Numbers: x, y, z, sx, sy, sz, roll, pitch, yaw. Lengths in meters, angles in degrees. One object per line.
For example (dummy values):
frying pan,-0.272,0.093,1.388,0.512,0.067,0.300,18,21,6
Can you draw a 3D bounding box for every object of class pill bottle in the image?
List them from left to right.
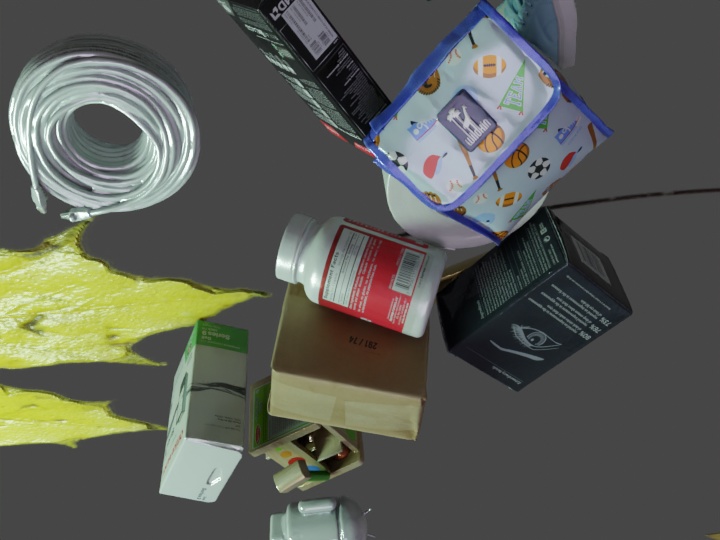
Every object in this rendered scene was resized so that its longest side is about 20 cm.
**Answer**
pill bottle,0.000,0.000,0.923,0.197,0.113,0.113,19,133,6

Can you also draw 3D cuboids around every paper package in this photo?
paper package,-0.011,0.103,0.976,0.196,0.193,0.104,9,137,-1

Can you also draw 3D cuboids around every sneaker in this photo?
sneaker,0.165,-0.250,0.727,0.080,0.075,0.200,-14,156,13

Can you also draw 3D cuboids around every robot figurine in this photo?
robot figurine,-0.072,0.494,1.416,0.196,0.114,0.172,-8,128,0

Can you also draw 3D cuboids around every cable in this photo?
cable,-0.271,-0.152,0.803,0.196,0.070,0.202,-4,133,-4

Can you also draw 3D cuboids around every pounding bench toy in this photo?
pounding bench toy,-0.076,0.271,1.141,0.123,0.202,0.156,-26,131,18

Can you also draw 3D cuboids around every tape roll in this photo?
tape roll,0.123,-0.123,0.879,0.198,0.072,0.205,-4,134,-4

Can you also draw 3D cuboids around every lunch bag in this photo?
lunch bag,0.118,-0.137,0.709,0.170,0.125,0.199,-45,137,19

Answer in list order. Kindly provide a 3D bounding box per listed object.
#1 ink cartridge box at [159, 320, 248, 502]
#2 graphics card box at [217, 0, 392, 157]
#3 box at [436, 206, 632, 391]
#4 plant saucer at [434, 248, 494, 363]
ink cartridge box,-0.218,0.197,1.051,0.083,0.202,0.147,15,131,-19
graphics card box,-0.047,-0.206,0.738,0.051,0.125,0.200,-47,127,-2
box,0.218,0.043,0.961,0.147,0.105,0.199,31,123,-32
plant saucer,0.213,0.031,1.055,0.197,0.049,0.201,-21,132,12
